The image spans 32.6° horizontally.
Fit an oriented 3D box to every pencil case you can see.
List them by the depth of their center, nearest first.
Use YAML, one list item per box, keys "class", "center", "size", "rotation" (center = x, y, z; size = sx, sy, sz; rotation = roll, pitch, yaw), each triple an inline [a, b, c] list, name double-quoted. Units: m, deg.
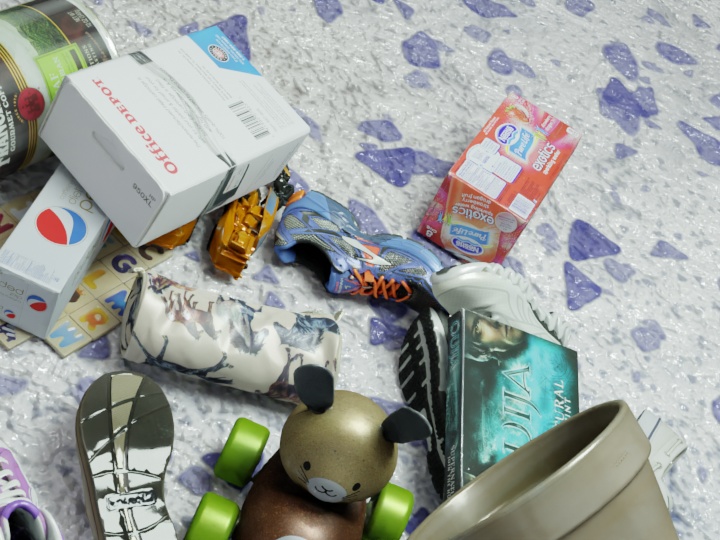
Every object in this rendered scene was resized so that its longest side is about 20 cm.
- class: "pencil case"
  center: [-0.115, 0.057, 1.086]
  size: [0.200, 0.078, 0.090]
  rotation: [15, 67, -12]

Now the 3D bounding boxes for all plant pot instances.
- class: "plant pot"
  center: [0.160, 0.220, 0.906]
  size: [0.200, 0.200, 0.174]
  rotation: [-33, 86, -43]

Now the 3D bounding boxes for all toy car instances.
- class: "toy car"
  center: [-0.024, 0.156, 0.949]
  size: [0.164, 0.200, 0.158]
  rotation: [24, 43, -3]

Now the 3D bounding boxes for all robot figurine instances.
- class: "robot figurine"
  center: [-0.137, -0.085, 1.225]
  size: [0.145, 0.058, 0.200]
  rotation: [22, 43, -9]

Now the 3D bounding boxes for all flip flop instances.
- class: "flip flop"
  center: [-0.184, 0.174, 0.966]
  size: [0.081, 0.058, 0.200]
  rotation: [1, 64, -31]

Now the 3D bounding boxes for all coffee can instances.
- class: "coffee can"
  center: [-0.339, -0.161, 1.134]
  size: [0.146, 0.146, 0.200]
  rotation: [41, 45, 15]

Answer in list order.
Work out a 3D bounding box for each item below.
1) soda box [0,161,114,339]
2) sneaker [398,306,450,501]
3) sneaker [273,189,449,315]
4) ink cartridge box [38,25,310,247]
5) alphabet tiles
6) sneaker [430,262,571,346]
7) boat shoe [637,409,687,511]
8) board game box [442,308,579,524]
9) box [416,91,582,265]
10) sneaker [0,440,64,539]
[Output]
- class: "soda box"
  center: [-0.263, -0.037, 1.102]
  size: [0.064, 0.068, 0.200]
  rotation: [25, 43, -4]
- class: "sneaker"
  center: [0.093, 0.125, 1.138]
  size: [0.080, 0.074, 0.200]
  rotation: [4, 56, -28]
- class: "sneaker"
  center: [0.000, 0.000, 1.214]
  size: [0.200, 0.075, 0.078]
  rotation: [26, 52, 10]
- class: "ink cartridge box"
  center: [-0.168, -0.127, 1.128]
  size: [0.145, 0.084, 0.200]
  rotation: [48, 42, 9]
- class: "alphabet tiles"
  center: [-0.275, -0.006, 1.121]
  size: [0.166, 0.006, 0.200]
  rotation: [41, 45, 15]
- class: "sneaker"
  center: [0.139, 0.057, 1.175]
  size: [0.200, 0.075, 0.081]
  rotation: [35, 49, -39]
- class: "boat shoe"
  center: [0.255, 0.207, 1.138]
  size: [0.070, 0.071, 0.200]
  rotation: [34, 37, 11]
- class: "board game box"
  center: [0.135, 0.143, 1.081]
  size: [0.135, 0.028, 0.200]
  rotation: [21, 54, -26]
- class: "box"
  center: [0.155, -0.098, 1.353]
  size: [0.100, 0.096, 0.200]
  rotation: [32, 43, 5]
- class: "sneaker"
  center: [-0.255, 0.171, 0.886]
  size: [0.073, 0.114, 0.201]
  rotation: [-13, 55, -33]
